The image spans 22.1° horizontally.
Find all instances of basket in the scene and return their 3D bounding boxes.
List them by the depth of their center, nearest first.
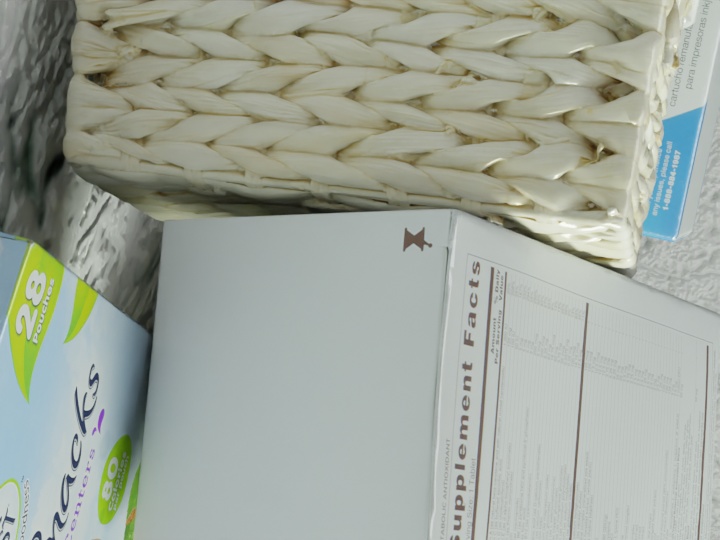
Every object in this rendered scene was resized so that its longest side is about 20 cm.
[{"bbox_3d":[0.009,-0.073,0.618,0.136,0.199,0.124,37,61,-77],"label":"basket"}]

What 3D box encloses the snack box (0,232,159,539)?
[{"bbox_3d":[-0.116,0.088,0.546,0.200,0.067,0.170,53,51,-73],"label":"snack box"}]

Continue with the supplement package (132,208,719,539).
[{"bbox_3d":[0.031,0.052,0.615,0.200,0.109,0.115,19,74,-55],"label":"supplement package"}]

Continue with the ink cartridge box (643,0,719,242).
[{"bbox_3d":[0.098,-0.107,1.027,0.085,0.199,0.145,-15,117,-72],"label":"ink cartridge box"}]
